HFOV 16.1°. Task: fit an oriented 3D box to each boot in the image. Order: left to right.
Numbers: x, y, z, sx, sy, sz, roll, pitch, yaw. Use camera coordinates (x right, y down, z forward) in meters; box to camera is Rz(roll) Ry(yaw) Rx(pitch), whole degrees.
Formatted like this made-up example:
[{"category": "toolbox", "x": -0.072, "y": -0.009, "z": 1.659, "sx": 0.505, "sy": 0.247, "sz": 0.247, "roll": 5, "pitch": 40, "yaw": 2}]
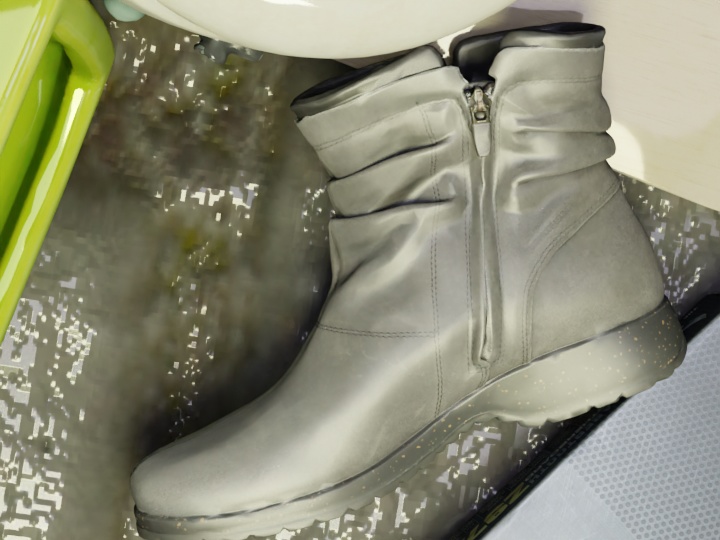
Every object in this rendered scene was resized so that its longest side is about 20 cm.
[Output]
[{"category": "boot", "x": 0.000, "y": 0.000, "z": 0.834, "sx": 0.199, "sy": 0.070, "sz": 0.132, "roll": -23, "pitch": 106, "yaw": -8}]

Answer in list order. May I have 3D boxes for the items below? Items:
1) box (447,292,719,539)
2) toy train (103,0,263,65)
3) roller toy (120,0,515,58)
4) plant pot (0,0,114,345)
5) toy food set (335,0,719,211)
[{"category": "box", "x": 0.106, "y": 0.130, "z": 0.872, "sx": 0.200, "sy": 0.051, "sz": 0.158, "roll": -42, "pitch": 95, "yaw": -6}, {"category": "toy train", "x": -0.087, "y": -0.144, "z": 0.792, "sx": 0.199, "sy": 0.085, "sz": 0.114, "roll": 23, "pitch": 94, "yaw": -16}, {"category": "roller toy", "x": -0.012, "y": -0.152, "z": 0.691, "sx": 0.199, "sy": 0.140, "sz": 0.183, "roll": -3, "pitch": 99, "yaw": -14}, {"category": "plant pot", "x": -0.196, "y": -0.021, "z": 0.759, "sx": 0.181, "sy": 0.200, "sz": 0.200, "roll": 23, "pitch": 88, "yaw": -2}, {"category": "toy food set", "x": 0.074, "y": -0.118, "z": 0.868, "sx": 0.199, "sy": 0.060, "sz": 0.144, "roll": 21, "pitch": 99, "yaw": -6}]
